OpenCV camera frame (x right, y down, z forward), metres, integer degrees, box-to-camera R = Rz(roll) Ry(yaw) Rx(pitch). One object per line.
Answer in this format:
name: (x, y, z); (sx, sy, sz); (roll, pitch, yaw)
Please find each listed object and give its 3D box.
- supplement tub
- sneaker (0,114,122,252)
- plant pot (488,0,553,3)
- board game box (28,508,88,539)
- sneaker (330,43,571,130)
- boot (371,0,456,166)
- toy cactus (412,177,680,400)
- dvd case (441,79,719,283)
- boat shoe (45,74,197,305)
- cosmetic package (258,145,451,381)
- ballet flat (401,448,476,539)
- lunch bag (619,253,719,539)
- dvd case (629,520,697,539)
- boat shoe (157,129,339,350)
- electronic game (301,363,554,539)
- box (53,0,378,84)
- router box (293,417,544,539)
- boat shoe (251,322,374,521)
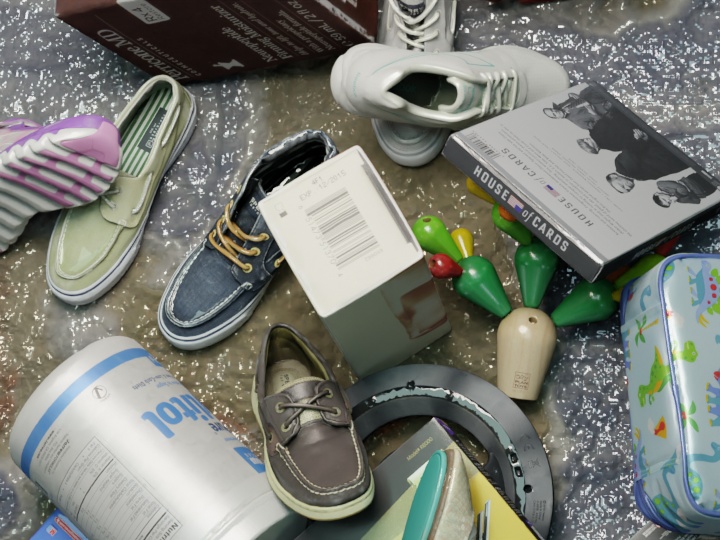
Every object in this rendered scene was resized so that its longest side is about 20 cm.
supplement tub: (-0.151, 0.157, 1.417); (0.200, 0.132, 0.132); (41, 83, 17)
sneaker: (-0.263, -0.087, 1.508); (0.200, 0.080, 0.089); (-24, 47, 38)
plant pot: (0.140, -0.323, 1.496); (0.200, 0.201, 0.196); (-8, 80, 6)
board game box: (-0.197, 0.294, 1.427); (0.200, 0.045, 0.134); (41, 83, 18)
sneaker: (0.081, -0.134, 1.462); (0.200, 0.080, 0.071); (-3, 104, -27)
boot: (0.038, -0.190, 1.511); (0.073, 0.096, 0.201); (-1, 73, 9)
toy cactus: (0.136, 0.015, 1.436); (0.199, 0.102, 0.166); (8, 92, -13)
dvd case: (0.172, -0.071, 1.420); (0.150, 0.200, 0.025); (42, 128, 19)
boat shoe: (-0.198, -0.069, 1.529); (0.072, 0.062, 0.200); (23, 78, 15)
cosmetic package: (0.000, 0.000, 1.405); (0.087, 0.200, 0.104); (-30, 73, -2)
ballet flat: (0.049, 0.223, 1.319); (0.062, 0.067, 0.200); (20, 88, -13)
lunch bag: (0.273, 0.092, 1.372); (0.160, 0.082, 0.201); (2, 71, -21)
dvd case: (0.266, 0.264, 1.377); (0.146, 0.022, 0.200); (-42, 70, -5)
boat shoe: (-0.090, -0.028, 1.484); (0.071, 0.091, 0.200); (41, 83, 18)
electronic game: (0.045, 0.169, 1.428); (0.199, 0.042, 0.201); (-2, 80, 12)
box: (-0.107, -0.260, 1.492); (0.200, 0.166, 0.165); (-8, 71, 28)
router box: (0.033, 0.229, 1.372); (0.200, 0.052, 0.157); (-42, 75, 3)
boat shoe: (-0.043, 0.107, 1.386); (0.073, 0.065, 0.200); (-16, 31, -13)
